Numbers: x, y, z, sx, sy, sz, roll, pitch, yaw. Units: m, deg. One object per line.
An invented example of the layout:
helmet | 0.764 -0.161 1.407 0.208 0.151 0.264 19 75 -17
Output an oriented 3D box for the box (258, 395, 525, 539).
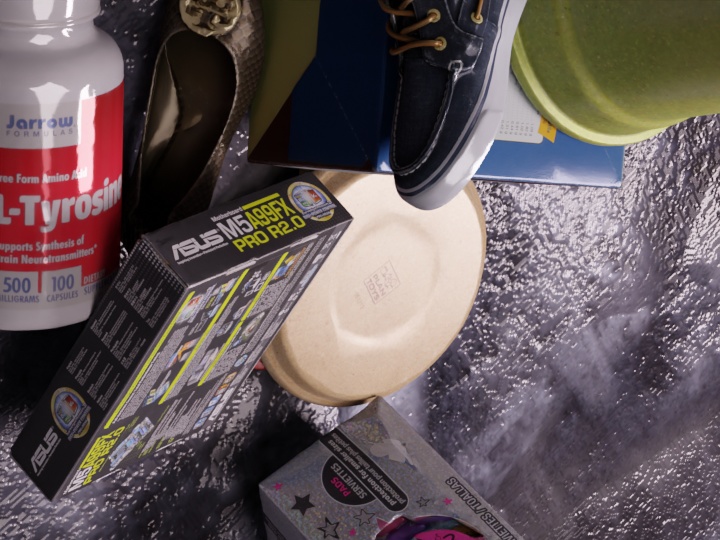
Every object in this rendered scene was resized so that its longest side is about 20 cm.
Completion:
box | 0.035 0.209 1.482 0.115 0.200 0.132 -36 151 -21

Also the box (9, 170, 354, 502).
box | -0.107 0.039 1.331 0.160 0.044 0.200 -24 155 -49

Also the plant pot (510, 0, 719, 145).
plant pot | 0.212 -0.169 1.284 0.200 0.184 0.201 -5 98 -38

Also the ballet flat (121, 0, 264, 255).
ballet flat | -0.107 -0.091 1.344 0.046 0.067 0.201 -38 148 -71

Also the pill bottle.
pill bottle | -0.191 -0.077 1.255 0.112 0.112 0.201 -12 117 -33

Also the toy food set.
toy food set | 0.000 0.000 1.483 0.198 0.049 0.200 -51 132 -7

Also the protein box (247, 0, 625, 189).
protein box | 0.054 -0.156 1.365 0.199 0.135 0.199 2 94 -38

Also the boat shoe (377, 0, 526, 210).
boat shoe | 0.037 -0.139 1.230 0.091 0.071 0.201 27 72 -34
